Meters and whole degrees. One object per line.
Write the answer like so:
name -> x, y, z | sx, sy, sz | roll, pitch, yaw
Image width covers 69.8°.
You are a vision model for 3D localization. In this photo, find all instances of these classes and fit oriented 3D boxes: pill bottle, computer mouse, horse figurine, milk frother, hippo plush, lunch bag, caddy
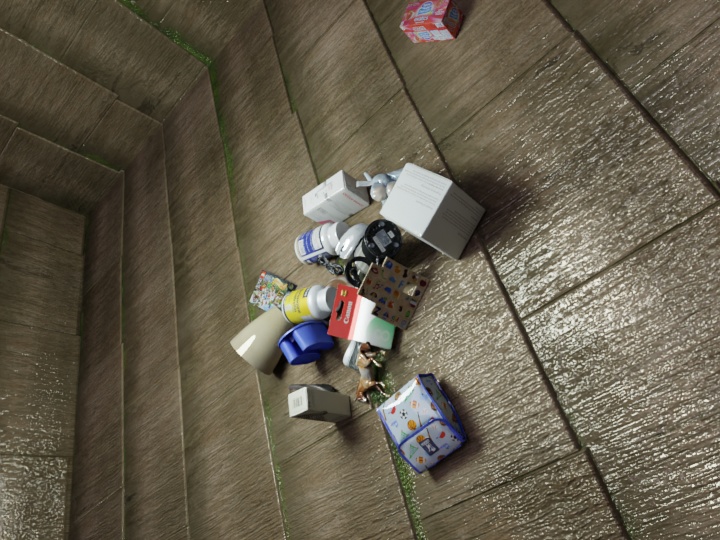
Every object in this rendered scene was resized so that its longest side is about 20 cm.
pill bottle -> -0.129, -0.099, 1.824 | 0.197, 0.115, 0.118 | -18, 62, 36
computer mouse -> -0.050, -0.081, 1.698 | 0.109, 0.044, 0.201 | 39, 89, 32
horse figurine -> 0.028, 0.299, 1.535 | 0.131, 0.049, 0.205 | 1, 103, 47
milk frother -> 0.022, -0.028, 1.565 | 0.188, 0.196, 0.184 | 121, 133, -70
hippo plush -> 0.094, -0.215, 1.619 | 0.196, 0.163, 0.160 | -3, 33, 27
lunch bag -> 0.164, 0.401, 1.356 | 0.170, 0.123, 0.202 | -42, 64, 21
pill bottle -> -0.162, 0.111, 1.722 | 0.197, 0.111, 0.115 | -15, 63, 38
caddy -> -0.181, 0.229, 1.691 | 0.141, 0.199, 0.106 | -41, 67, 19

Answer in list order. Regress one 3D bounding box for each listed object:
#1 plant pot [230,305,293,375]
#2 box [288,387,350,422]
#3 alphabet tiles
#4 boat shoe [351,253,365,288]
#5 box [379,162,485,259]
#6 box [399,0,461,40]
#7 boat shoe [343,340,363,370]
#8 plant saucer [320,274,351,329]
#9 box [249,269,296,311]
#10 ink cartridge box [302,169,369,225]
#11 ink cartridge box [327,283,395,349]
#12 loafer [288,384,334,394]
plant pot -> -0.330, 0.235, 1.848 | 0.201, 0.187, 0.187 | -50, 46, -5
box -> -0.121, 0.407, 1.552 | 0.081, 0.198, 0.070 | -29, 56, 30
alphabet tiles -> 0.091, 0.063, 1.506 | 0.170, 0.198, 0.008 | -63, 25, 1
boat shoe -> 0.000, 0.000, 1.699 | 0.060, 0.071, 0.205 | -12, 58, 36
box -> 0.207, -0.169, 1.487 | 0.199, 0.197, 0.174 | 34, 97, 45
box -> 0.248, -0.873, 1.804 | 0.198, 0.099, 0.097 | 20, 86, 45
boat shoe -> 0.016, 0.215, 1.608 | 0.070, 0.072, 0.204 | 23, 93, 29
plant saucer -> -0.081, 0.106, 1.753 | 0.198, 0.036, 0.205 | -17, 63, 37
box -> -0.340, 0.090, 1.993 | 0.198, 0.037, 0.139 | 20, 87, 45
ink cartridge box -> -0.086, -0.247, 1.822 | 0.198, 0.145, 0.084 | -27, 56, 30
ink cartridge box -> 0.013, 0.137, 1.560 | 0.050, 0.196, 0.165 | 134, 150, -77
loafer -> -0.159, 0.409, 1.686 | 0.198, 0.072, 0.073 | -13, 73, 45
